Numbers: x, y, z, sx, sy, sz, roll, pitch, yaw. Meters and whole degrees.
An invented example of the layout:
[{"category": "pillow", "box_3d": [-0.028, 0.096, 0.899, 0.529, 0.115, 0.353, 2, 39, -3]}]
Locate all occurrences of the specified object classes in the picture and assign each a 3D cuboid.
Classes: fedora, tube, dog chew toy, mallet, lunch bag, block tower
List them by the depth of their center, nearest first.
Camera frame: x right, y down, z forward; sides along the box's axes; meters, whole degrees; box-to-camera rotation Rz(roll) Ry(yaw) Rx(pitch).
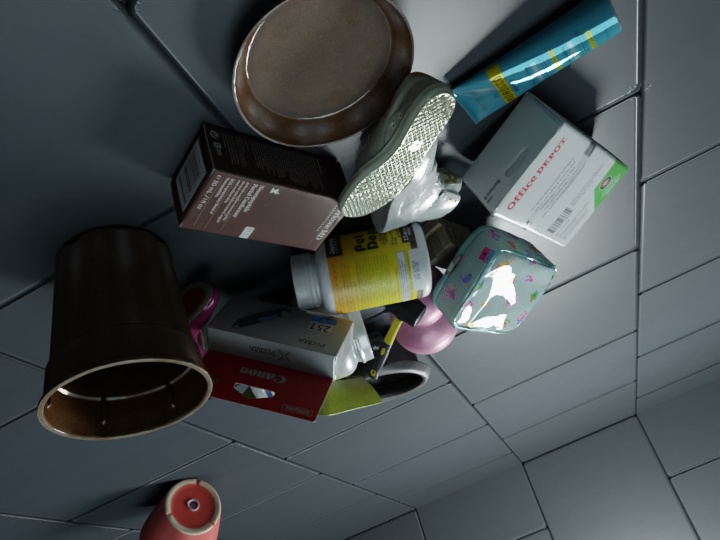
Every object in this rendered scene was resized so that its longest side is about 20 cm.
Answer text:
[{"category": "tube", "box_3d": [0.203, -0.246, 0.772, 0.197, 0.052, 0.077, -30, 141, 25]}, {"category": "lunch bag", "box_3d": [0.207, 0.022, 1.038, 0.196, 0.078, 0.162, 12, 119, -44]}, {"category": "mallet", "box_3d": [0.040, 0.103, 1.062, 0.041, 0.065, 0.202, -40, 166, -44]}, {"category": "block tower", "box_3d": [0.173, -0.030, 1.074, 0.197, 0.059, 0.054, 16, 134, -43]}, {"category": "dog chew toy", "box_3d": [0.098, 0.047, 1.092, 0.121, 0.127, 0.203, -20, 136, 1]}, {"category": "fedora", "box_3d": [0.039, 0.194, 1.308, 0.196, 0.093, 0.176, -25, 148, 22]}]

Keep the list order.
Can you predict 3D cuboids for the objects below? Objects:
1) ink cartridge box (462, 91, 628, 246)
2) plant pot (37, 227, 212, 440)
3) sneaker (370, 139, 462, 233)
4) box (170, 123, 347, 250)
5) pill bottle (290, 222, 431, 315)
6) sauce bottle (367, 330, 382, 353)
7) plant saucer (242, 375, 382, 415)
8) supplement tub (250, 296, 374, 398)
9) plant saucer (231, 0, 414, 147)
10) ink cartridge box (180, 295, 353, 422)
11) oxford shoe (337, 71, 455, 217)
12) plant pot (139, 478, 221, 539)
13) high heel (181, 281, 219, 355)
[{"category": "ink cartridge box", "box_3d": [0.257, -0.133, 0.909, 0.197, 0.085, 0.147, 16, 120, -44]}, {"category": "plant pot", "box_3d": [-0.296, 0.071, 0.814, 0.194, 0.203, 0.202, -14, 150, -8]}, {"category": "sneaker", "box_3d": [0.088, -0.130, 0.863, 0.112, 0.075, 0.201, -12, 156, -20]}, {"category": "box", "box_3d": [-0.116, -0.093, 0.791, 0.196, 0.077, 0.100, 6, 140, -40]}, {"category": "pill bottle", "box_3d": [0.000, 0.000, 0.955, 0.193, 0.112, 0.110, -11, 149, -2]}, {"category": "sauce bottle", "box_3d": [-0.053, 0.144, 1.204, 0.194, 0.066, 0.065, -7, 148, -20]}, {"category": "plant saucer", "box_3d": [-0.087, 0.212, 1.171, 0.194, 0.050, 0.198, -1, 176, 30]}, {"category": "supplement tub", "box_3d": [-0.087, 0.114, 1.056, 0.194, 0.148, 0.146, -20, 150, 0]}, {"category": "plant saucer", "box_3d": [-0.040, -0.213, 0.685, 0.194, 0.035, 0.202, -15, 149, -9]}, {"category": "ink cartridge box", "box_3d": [-0.124, 0.113, 0.908, 0.193, 0.177, 0.046, 10, 120, 12]}, {"category": "oxford shoe", "box_3d": [0.034, -0.141, 0.751, 0.074, 0.059, 0.201, 0, 139, -42]}, {"category": "plant pot", "box_3d": [-0.433, 0.627, 1.631, 0.195, 0.203, 0.180, 2, 134, -32]}, {"category": "high heel", "box_3d": [-0.235, 0.076, 0.986, 0.094, 0.070, 0.198, 19, 148, -33]}]
